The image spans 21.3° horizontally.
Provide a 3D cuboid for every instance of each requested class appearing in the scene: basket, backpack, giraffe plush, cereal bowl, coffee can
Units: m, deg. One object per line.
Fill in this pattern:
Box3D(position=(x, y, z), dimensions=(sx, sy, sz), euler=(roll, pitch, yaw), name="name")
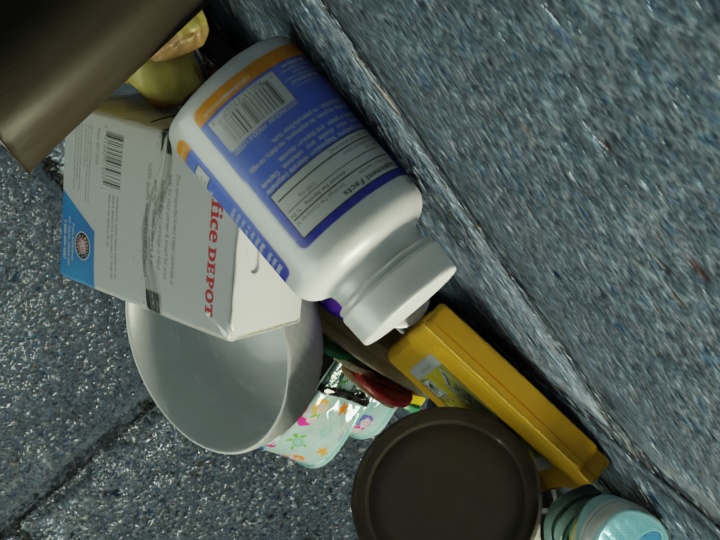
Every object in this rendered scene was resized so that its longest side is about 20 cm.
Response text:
Box3D(position=(-0.190, -0.181, 1.278), dimensions=(0.136, 0.200, 0.180), euler=(52, 175, -20), name="basket")
Box3D(position=(-0.043, 0.095, 1.933), dimensions=(0.150, 0.201, 0.177), euler=(30, -174, -35), name="backpack")
Box3D(position=(-0.224, -0.191, 1.418), dimensions=(0.172, 0.162, 0.201), euler=(42, 154, 34), name="giraffe plush")
Box3D(position=(-0.102, 0.047, 1.592), dimensions=(0.199, 0.083, 0.201), euler=(16, 115, 38), name="cereal bowl")
Box3D(position=(0.074, 0.208, 1.539), dimensions=(0.146, 0.146, 0.200), euler=(48, 171, 19), name="coffee can")

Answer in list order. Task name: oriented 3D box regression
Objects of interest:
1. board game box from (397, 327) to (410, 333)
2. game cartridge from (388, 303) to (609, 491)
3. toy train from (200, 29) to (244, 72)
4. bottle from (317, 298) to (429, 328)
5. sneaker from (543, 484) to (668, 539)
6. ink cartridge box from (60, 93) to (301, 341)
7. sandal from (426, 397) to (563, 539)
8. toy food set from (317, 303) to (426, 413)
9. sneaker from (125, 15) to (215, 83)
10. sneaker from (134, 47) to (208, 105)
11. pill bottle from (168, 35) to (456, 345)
Box3D(position=(0.073, 0.065, 1.686), dimensions=(0.200, 0.026, 0.200), euler=(46, 172, 38), name="board game box")
Box3D(position=(0.104, 0.106, 1.505), dimensions=(0.176, 0.032, 0.200), euler=(43, 170, 1), name="game cartridge")
Box3D(position=(-0.065, -0.128, 1.501), dimensions=(0.200, 0.034, 0.046), euler=(46, -176, 35), name="toy train")
Box3D(position=(0.000, 0.000, 1.546), dimensions=(0.065, 0.084, 0.200), euler=(17, -174, -22), name="bottle")
Box3D(position=(0.179, 0.205, 1.481), dimensions=(0.131, 0.079, 0.200), euler=(45, 171, 38), name="sneaker")
Box3D(position=(-0.137, -0.045, 1.479), dimensions=(0.199, 0.084, 0.145), euler=(19, 112, 38), name="ink cartridge box")
Box3D(position=(0.136, 0.189, 1.794), dimensions=(0.200, 0.076, 0.043), euler=(50, 148, 2), name="sandal")
Box3D(position=(-0.016, 0.057, 1.701), dimensions=(0.198, 0.049, 0.200), euler=(40, -173, 24), name="toy food set")
Box3D(position=(-0.180, -0.202, 1.623), dimensions=(0.070, 0.090, 0.200), euler=(44, 172, 48), name="sneaker")
Box3D(position=(-0.150, -0.121, 1.595), dimensions=(0.082, 0.074, 0.201), euler=(-105, 0, -60), name="sneaker")
Box3D(position=(-0.029, -0.051, 1.300), dimensions=(0.200, 0.112, 0.112), euler=(50, 174, 6), name="pill bottle")
